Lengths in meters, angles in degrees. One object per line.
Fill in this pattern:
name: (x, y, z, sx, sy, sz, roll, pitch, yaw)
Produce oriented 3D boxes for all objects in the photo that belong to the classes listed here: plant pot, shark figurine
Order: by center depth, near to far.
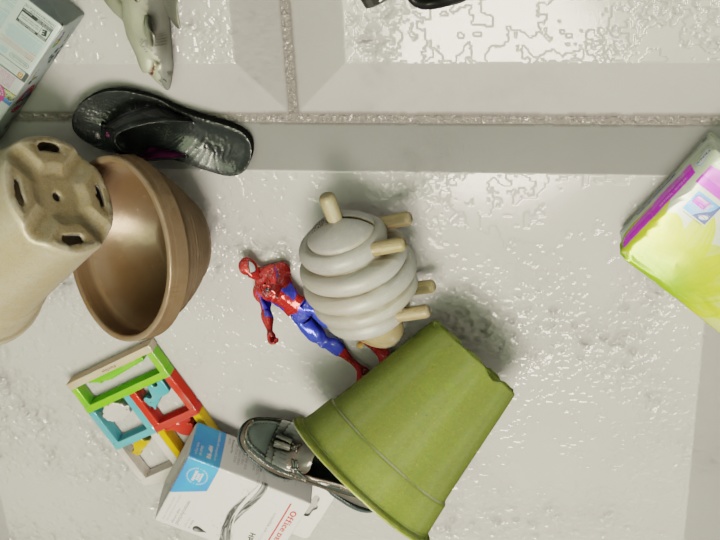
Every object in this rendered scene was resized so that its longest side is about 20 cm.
shark figurine: (-0.190, -0.277, 1.154, 0.128, 0.089, 0.214, 57, 157, 1)
plant pot: (-0.365, -0.043, 1.229, 0.183, 0.200, 0.200, -27, 110, 34)
plant pot: (-0.227, -0.029, 1.271, 0.201, 0.093, 0.201, 12, 107, 45)
plant pot: (0.064, 0.163, 1.286, 0.200, 0.200, 0.190, 43, 91, -12)

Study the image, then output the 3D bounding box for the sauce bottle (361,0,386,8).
sauce bottle: (-0.024, -0.345, 1.110, 0.065, 0.065, 0.200, -25, 110, 21)

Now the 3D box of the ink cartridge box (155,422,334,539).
ink cartridge box: (-0.134, 0.280, 1.436, 0.200, 0.067, 0.116, 23, 119, -11)

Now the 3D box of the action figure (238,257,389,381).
action figure: (-0.063, 0.062, 1.311, 0.200, 0.099, 0.065, 41, 115, -9)

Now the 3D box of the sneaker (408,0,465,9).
sneaker: (0.135, -0.294, 1.094, 0.200, 0.088, 0.076, -25, 110, 20)

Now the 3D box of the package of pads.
package of pads: (0.383, -0.020, 1.202, 0.200, 0.068, 0.155, 35, 117, -8)

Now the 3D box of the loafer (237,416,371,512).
loafer: (-0.048, 0.224, 1.396, 0.200, 0.072, 0.063, 28, 156, -12)

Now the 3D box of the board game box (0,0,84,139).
board game box: (-0.410, -0.235, 1.237, 0.148, 0.064, 0.200, 38, 116, -10)

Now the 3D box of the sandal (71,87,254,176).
sandal: (-0.215, -0.146, 1.255, 0.200, 0.048, 0.075, 11, 118, 4)

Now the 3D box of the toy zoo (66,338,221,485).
toy zoo: (-0.253, 0.189, 1.451, 0.131, 0.020, 0.200, -26, 110, 21)

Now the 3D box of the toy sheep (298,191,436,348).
toy sheep: (0.000, 0.000, 1.248, 0.138, 0.138, 0.200, -11, 118, 15)
